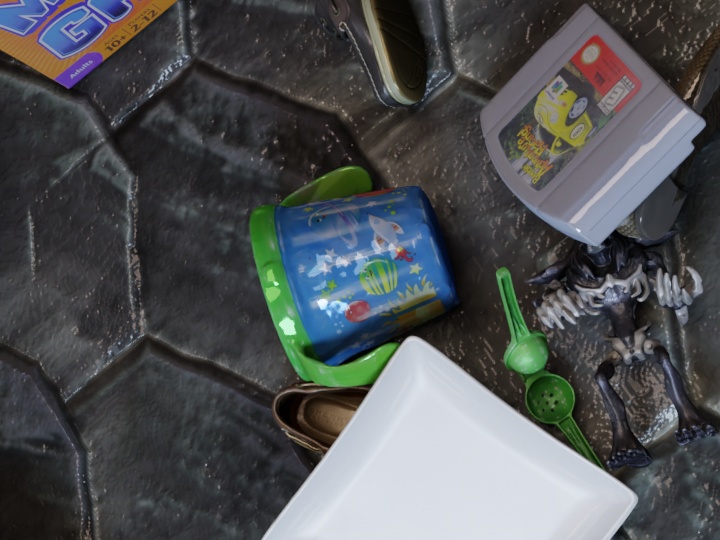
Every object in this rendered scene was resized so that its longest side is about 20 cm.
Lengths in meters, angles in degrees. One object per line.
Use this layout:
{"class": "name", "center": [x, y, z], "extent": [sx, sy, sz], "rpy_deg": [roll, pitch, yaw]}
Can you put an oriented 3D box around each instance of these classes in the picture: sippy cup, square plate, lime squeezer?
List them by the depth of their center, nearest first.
{"class": "square plate", "center": [0.061, 0.178, 1.361], "extent": [0.200, 0.028, 0.198], "rpy_deg": [36, 101, 1]}
{"class": "lime squeezer", "center": [0.128, 0.079, 1.361], "extent": [0.038, 0.071, 0.200], "rpy_deg": [-25, 108, 7]}
{"class": "sippy cup", "center": [0.000, 0.000, 1.421], "extent": [0.130, 0.140, 0.178], "rpy_deg": [-17, 81, 7]}

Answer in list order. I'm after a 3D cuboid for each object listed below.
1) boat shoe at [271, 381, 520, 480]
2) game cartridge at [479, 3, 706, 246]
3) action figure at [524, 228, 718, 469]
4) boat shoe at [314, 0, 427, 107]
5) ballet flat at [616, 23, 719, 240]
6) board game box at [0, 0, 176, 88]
{"class": "boat shoe", "center": [0.025, 0.123, 1.404], "extent": [0.202, 0.075, 0.075], "rpy_deg": [6, 80, 24]}
{"class": "game cartridge", "center": [0.157, -0.103, 1.366], "extent": [0.133, 0.041, 0.200], "rpy_deg": [-50, 31, 13]}
{"class": "action figure", "center": [0.186, 0.032, 1.343], "extent": [0.119, 0.102, 0.200], "rpy_deg": [-18, 71, 3]}
{"class": "boat shoe", "center": [-0.003, -0.210, 1.502], "extent": [0.066, 0.072, 0.201], "rpy_deg": [-26, 67, 25]}
{"class": "ballet flat", "center": [0.232, -0.108, 1.362], "extent": [0.046, 0.067, 0.200], "rpy_deg": [16, 69, 44]}
{"class": "board game box", "center": [-0.258, -0.310, 1.556], "extent": [0.200, 0.200, 0.200], "rpy_deg": [-37, 67, 11]}
